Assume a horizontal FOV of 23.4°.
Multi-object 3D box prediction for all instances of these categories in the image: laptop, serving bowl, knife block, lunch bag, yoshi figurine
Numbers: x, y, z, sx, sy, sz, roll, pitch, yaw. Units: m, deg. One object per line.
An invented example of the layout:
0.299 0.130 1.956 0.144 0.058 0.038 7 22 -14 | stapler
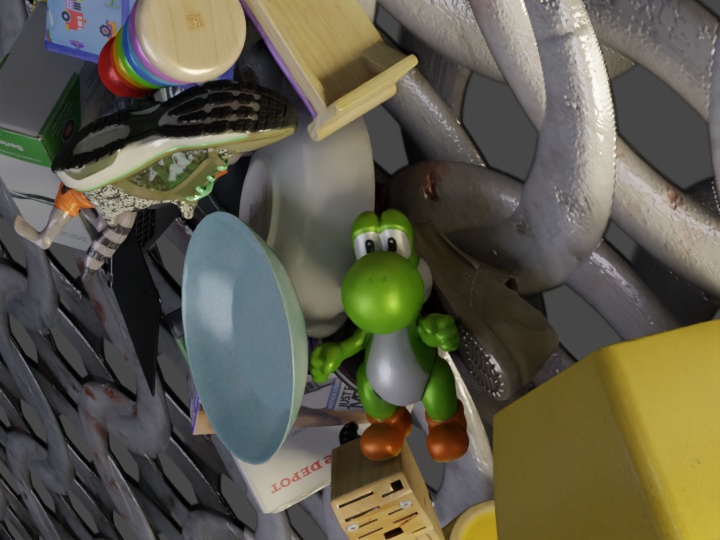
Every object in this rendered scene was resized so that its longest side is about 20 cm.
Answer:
-0.181 -0.021 1.669 0.116 0.200 0.187 33 150 11 | laptop
-0.055 -0.046 1.417 0.200 0.066 0.201 -176 90 -69 | serving bowl
0.011 0.165 1.452 0.200 0.064 0.176 62 -175 -54 | knife block
-0.165 -0.240 1.462 0.200 0.094 0.151 23 120 32 | lunch bag
0.024 0.056 1.313 0.112 0.112 0.201 29 137 55 | yoshi figurine

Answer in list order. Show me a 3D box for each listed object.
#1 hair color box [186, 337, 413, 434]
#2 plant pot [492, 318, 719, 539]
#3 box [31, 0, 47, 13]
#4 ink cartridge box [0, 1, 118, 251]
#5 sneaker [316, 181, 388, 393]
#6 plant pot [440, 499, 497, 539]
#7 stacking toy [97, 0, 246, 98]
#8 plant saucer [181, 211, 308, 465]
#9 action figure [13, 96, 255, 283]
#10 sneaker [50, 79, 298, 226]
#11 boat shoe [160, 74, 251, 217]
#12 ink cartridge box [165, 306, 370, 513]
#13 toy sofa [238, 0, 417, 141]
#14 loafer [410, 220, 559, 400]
-0.048 0.090 1.524 0.109 0.199 0.065 107 159 -59 | hair color box
0.201 0.141 1.138 0.200 0.199 0.177 -40 65 52 | plant pot
-0.265 -0.261 1.655 0.070 0.064 0.200 52 155 10 | box
-0.273 -0.131 1.641 0.083 0.147 0.200 15 152 18 | ink cartridge box
0.000 0.000 1.432 0.116 0.075 0.200 108 148 -49 | sneaker
0.105 0.306 1.538 0.201 0.200 0.189 47 137 20 | plant pot
-0.161 -0.177 1.362 0.086 0.085 0.200 61 158 -10 | stacking toy
-0.084 0.051 1.372 0.201 0.039 0.202 23 117 57 | plant saucer
-0.167 -0.075 1.462 0.193 0.200 0.105 -27 76 24 | action figure
-0.134 -0.085 1.349 0.199 0.077 0.089 -12 129 18 | sneaker
-0.132 -0.125 1.571 0.062 0.073 0.201 20 132 55 | boat shoe
-0.074 0.105 1.632 0.201 0.145 0.088 65 172 -19 | ink cartridge box
-0.054 -0.203 1.327 0.200 0.083 0.098 57 154 -1 | toy sofa
0.090 0.025 1.362 0.200 0.068 0.076 -126 21 -44 | loafer
